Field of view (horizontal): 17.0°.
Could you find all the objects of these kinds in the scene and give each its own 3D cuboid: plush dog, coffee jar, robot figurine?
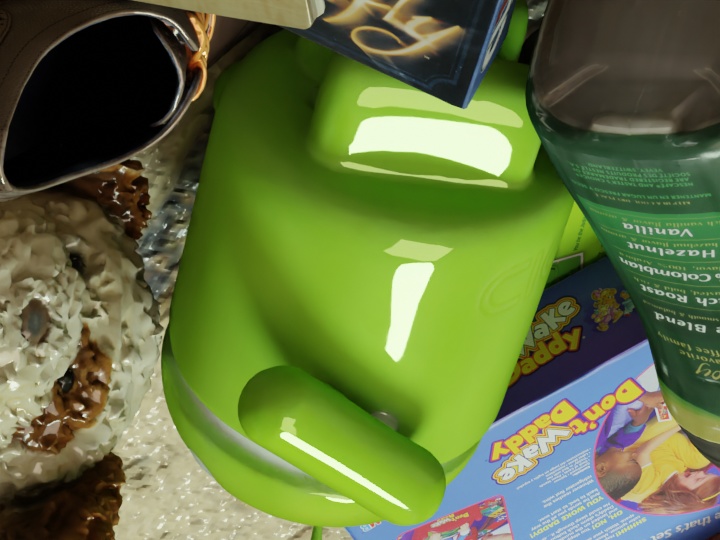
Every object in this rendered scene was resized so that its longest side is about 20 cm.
[{"bbox_3d":[-0.145,0.020,0.769,0.171,0.201,0.160,9,169,-29],"label":"plush dog"},{"bbox_3d":[0.122,-0.019,0.748,0.085,0.105,0.200,4,146,29],"label":"coffee jar"},{"bbox_3d":[0.000,0.000,0.780,0.115,0.176,0.200,4,131,-15],"label":"robot figurine"}]

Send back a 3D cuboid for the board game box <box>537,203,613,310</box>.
[{"bbox_3d":[0.053,0.015,0.924,0.101,0.048,0.200,-6,134,-20],"label":"board game box"}]

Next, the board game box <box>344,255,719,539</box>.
[{"bbox_3d":[0.093,0.062,0.920,0.200,0.045,0.135,-29,138,3],"label":"board game box"}]

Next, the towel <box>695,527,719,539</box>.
[{"bbox_3d":[0.122,0.124,1.003,0.200,0.146,0.030,-28,99,5],"label":"towel"}]

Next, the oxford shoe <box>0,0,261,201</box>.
[{"bbox_3d":[-0.066,-0.065,0.710,0.200,0.073,0.072,-39,133,-44],"label":"oxford shoe"}]

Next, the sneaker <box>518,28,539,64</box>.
[{"bbox_3d":[0.148,-0.065,0.833,0.199,0.074,0.080,4,155,-18],"label":"sneaker"}]

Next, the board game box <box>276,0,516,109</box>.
[{"bbox_3d":[-0.043,-0.134,0.630,0.199,0.035,0.136,24,144,6],"label":"board game box"}]

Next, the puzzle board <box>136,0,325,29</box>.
[{"bbox_3d":[-0.110,-0.139,0.627,0.199,0.017,0.151,12,140,21],"label":"puzzle board"}]
